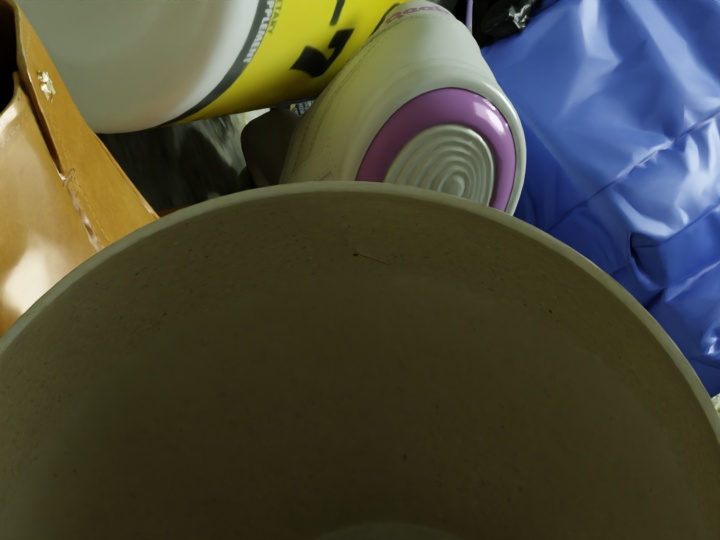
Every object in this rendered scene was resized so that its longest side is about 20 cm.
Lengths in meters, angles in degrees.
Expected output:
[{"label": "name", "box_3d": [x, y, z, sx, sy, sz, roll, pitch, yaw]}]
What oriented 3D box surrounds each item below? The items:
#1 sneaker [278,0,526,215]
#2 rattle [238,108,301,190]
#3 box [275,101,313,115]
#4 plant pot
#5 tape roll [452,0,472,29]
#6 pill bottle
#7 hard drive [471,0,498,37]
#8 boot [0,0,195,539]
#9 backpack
[{"label": "sneaker", "box_3d": [0.000, 0.000, 0.838, 0.075, 0.200, 0.100, 16, 32, -19]}, {"label": "rattle", "box_3d": [0.029, -0.023, 1.008, 0.200, 0.143, 0.130, 170, -91, -81]}, {"label": "box", "box_3d": [-0.006, -0.099, 1.310, 0.200, 0.044, 0.161, 45, 27, -65]}, {"label": "plant pot", "box_3d": [-0.002, 0.094, 0.617, 0.134, 0.200, 0.201, 71, 2, -69]}, {"label": "tape roll", "box_3d": [0.005, -0.186, 1.050, 0.200, 0.085, 0.200, 4, 90, -83]}, {"label": "pill bottle", "box_3d": [-0.043, -0.112, 0.847, 0.200, 0.114, 0.114, -19, 88, -63]}, {"label": "hard drive", "box_3d": [0.065, -0.171, 0.996, 0.200, 0.033, 0.140, 76, 19, -82]}, {"label": "boot", "box_3d": [-0.079, -0.018, 0.715, 0.201, 0.071, 0.144, -77, 152, -60]}, {"label": "backpack", "box_3d": [0.128, -0.053, 0.922, 0.168, 0.200, 0.162, 53, -25, -2]}]
